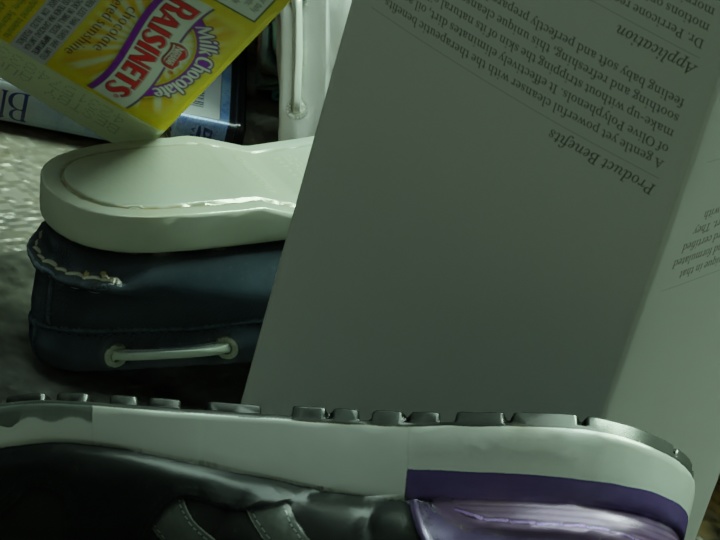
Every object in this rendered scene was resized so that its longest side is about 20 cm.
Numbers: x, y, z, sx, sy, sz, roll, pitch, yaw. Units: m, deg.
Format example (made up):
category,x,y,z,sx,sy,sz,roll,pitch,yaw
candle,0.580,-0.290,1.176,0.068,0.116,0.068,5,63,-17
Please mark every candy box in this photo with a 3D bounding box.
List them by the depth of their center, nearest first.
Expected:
category,x,y,z,sx,sy,sz,roll,pitch,yaw
candy box,-0.052,-0.109,0.732,0.102,0.200,0.027,29,49,-19

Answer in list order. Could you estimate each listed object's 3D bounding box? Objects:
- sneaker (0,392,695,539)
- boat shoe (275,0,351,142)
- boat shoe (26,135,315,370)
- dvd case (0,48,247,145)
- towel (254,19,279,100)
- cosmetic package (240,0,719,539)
category,x,y,z,sx,sy,sz,roll,pitch,yaw
sneaker,-0.027,0.080,0.627,0.199,0.088,0.076,-1,-22,17
boat shoe,-0.019,-0.124,0.945,0.065,0.074,0.201,-9,68,-4
boat shoe,0.000,0.000,0.812,0.199,0.062,0.075,-4,28,-28
dvd case,-0.137,-0.090,0.973,0.199,0.018,0.143,11,26,-7
towel,0.030,-0.098,1.077,0.146,0.022,0.200,11,25,-8
cosmetic package,0.045,-0.009,0.695,0.107,0.201,0.085,34,33,28
